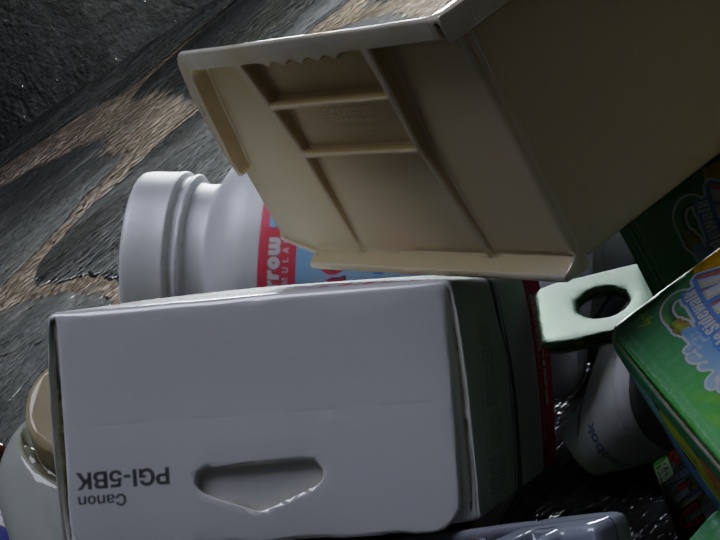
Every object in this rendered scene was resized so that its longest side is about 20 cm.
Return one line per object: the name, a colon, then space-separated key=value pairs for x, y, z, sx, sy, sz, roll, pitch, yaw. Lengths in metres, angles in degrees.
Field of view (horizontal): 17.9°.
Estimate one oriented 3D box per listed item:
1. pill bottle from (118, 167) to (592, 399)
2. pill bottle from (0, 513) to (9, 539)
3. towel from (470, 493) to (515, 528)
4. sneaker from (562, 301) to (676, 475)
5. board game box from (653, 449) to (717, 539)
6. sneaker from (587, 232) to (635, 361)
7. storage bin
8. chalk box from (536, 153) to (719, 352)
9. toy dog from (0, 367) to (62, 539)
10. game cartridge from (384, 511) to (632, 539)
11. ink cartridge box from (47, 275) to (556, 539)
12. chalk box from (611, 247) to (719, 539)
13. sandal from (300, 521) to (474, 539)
pill bottle: x=0.000 y=0.000 z=1.008 sx=0.199 sy=0.109 sz=0.109 roll=1 pitch=25 yaw=10
pill bottle: x=-0.215 y=0.207 z=1.174 sx=0.116 sy=0.116 sz=0.200 roll=-21 pitch=21 yaw=47
towel: x=-0.040 y=0.137 z=0.983 sx=0.190 sy=0.032 sz=0.200 roll=5 pitch=53 yaw=40
sneaker: x=0.148 y=0.014 z=1.013 sx=0.087 sy=0.075 sz=0.200 roll=-34 pitch=9 yaw=50
board game box: x=0.167 y=0.087 z=0.830 sx=0.105 sy=0.024 sz=0.200 roll=-31 pitch=15 yaw=8
sneaker: x=0.105 y=-0.026 z=1.068 sx=0.073 sy=0.070 sz=0.201 roll=60 pitch=143 yaw=40
storage bin: x=0.068 y=-0.091 z=0.783 sx=0.200 sy=0.094 sz=0.198 roll=-37 pitch=19 yaw=-23
chalk box: x=0.160 y=-0.015 z=0.837 sx=0.199 sy=0.124 sz=0.125 roll=-28 pitch=18 yaw=10
toy dog: x=-0.127 y=0.124 z=0.882 sx=0.096 sy=0.132 sz=0.200 roll=-1 pitch=37 yaw=9
game cartridge: x=0.023 y=0.153 z=0.743 sx=0.199 sy=0.134 sz=0.041 roll=-14 pitch=4 yaw=46
ink cartridge box: x=-0.013 y=0.046 z=0.842 sx=0.146 sy=0.083 sz=0.200 roll=-5 pitch=0 yaw=12
chalk box: x=0.165 y=0.052 z=0.683 sx=0.200 sy=0.124 sz=0.125 roll=-37 pitch=32 yaw=0
sandal: x=-0.046 y=0.099 z=0.964 sx=0.199 sy=0.045 sz=0.075 roll=-15 pitch=43 yaw=24
